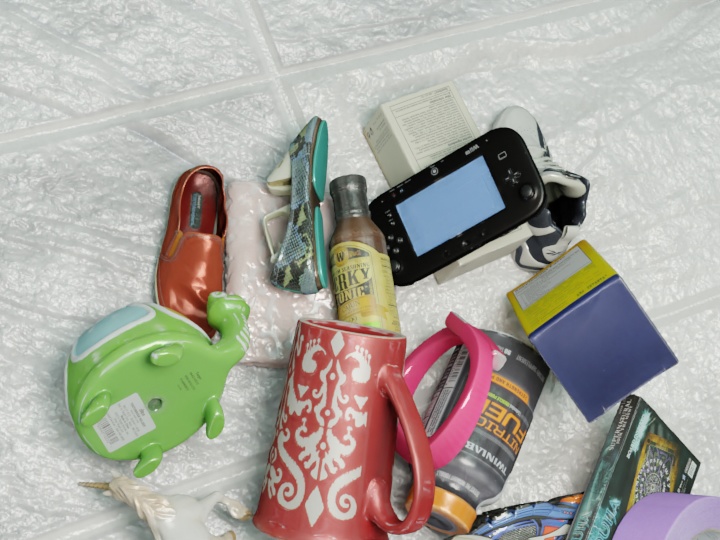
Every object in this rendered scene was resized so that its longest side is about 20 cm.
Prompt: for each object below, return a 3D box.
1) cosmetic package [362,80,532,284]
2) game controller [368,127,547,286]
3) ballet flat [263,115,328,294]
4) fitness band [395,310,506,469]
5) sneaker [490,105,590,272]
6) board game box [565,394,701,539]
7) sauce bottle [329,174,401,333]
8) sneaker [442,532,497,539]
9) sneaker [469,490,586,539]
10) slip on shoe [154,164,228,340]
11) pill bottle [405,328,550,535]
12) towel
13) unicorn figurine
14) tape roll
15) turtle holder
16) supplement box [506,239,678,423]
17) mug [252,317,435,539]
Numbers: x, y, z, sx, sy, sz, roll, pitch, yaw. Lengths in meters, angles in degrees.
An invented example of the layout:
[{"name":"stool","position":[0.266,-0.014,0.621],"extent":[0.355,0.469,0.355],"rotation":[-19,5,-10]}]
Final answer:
[{"name":"cosmetic package","position":[0.095,-0.099,1.422],"extent":[0.103,0.073,0.201],"rotation":[-20,79,-23]},{"name":"game controller","position":[0.096,-0.066,1.335],"extent":[0.199,0.042,0.105],"rotation":[-29,79,20]},{"name":"ballet flat","position":[-0.069,-0.071,1.332],"extent":[0.074,0.074,0.202],"rotation":[8,63,-16]},{"name":"fitness band","position":[0.079,0.120,1.273],"extent":[0.037,0.200,0.144],"rotation":[32,96,-17]},{"name":"sneaker","position":[0.208,-0.110,1.432],"extent":[0.079,0.130,0.201],"rotation":[5,70,-19]},{"name":"board game box","position":[0.285,0.250,1.336],"extent":[0.135,0.028,0.201],"rotation":[45,59,-29]},{"name":"sauce bottle","position":[0.000,0.000,1.326],"extent":[0.064,0.065,0.202],"rotation":[-4,71,-20]},{"name":"sneaker","position":[0.144,0.346,1.250],"extent":[0.200,0.070,0.094],"rotation":[48,27,-13]},{"name":"sneaker","position":[0.188,0.278,1.323],"extent":[0.198,0.075,0.079],"rotation":[-7,77,-19]},{"name":"slip on shoe","position":[-0.170,-0.017,1.310],"extent":[0.073,0.061,0.202],"rotation":[9,71,-17]},{"name":"pill bottle","position":[0.115,0.169,1.316],"extent":[0.106,0.106,0.201],"rotation":[29,65,-7]},{"name":"towel","position":[-0.052,0.007,1.358],"extent":[0.189,0.032,0.202],"rotation":[5,69,-17]},{"name":"unicorn figurine","position":[-0.163,0.254,1.194],"extent":[0.137,0.074,0.200],"rotation":[20,25,-41]},{"name":"tape roll","position":[0.334,0.332,1.311],"extent":[0.199,0.065,0.202],"rotation":[3,85,-41]},{"name":"turtle holder","position":[-0.198,0.086,1.209],"extent":[0.141,0.132,0.186],"rotation":[30,103,-40]},{"name":"supplement box","position":[0.235,0.058,1.322],"extent":[0.109,0.200,0.110],"rotation":[-35,100,7]},{"name":"mug","position":[-0.002,0.156,1.218],"extent":[0.176,0.133,0.202],"rotation":[9,92,13]}]
